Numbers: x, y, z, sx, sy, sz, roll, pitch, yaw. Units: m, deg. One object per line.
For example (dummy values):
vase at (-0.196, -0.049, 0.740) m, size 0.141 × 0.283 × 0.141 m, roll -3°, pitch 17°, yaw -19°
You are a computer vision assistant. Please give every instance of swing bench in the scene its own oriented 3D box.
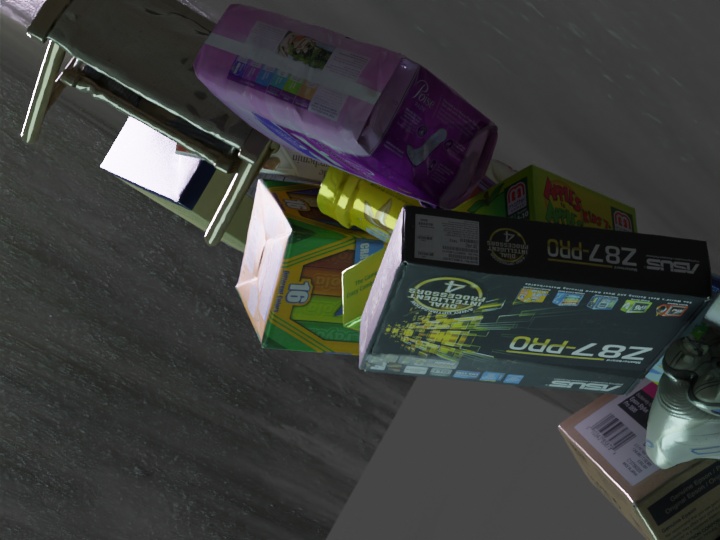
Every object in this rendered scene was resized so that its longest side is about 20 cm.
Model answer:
swing bench at (-0.160, -0.149, 1.165) m, size 0.199 × 0.130 × 0.200 m, roll 31°, pitch 155°, yaw -3°

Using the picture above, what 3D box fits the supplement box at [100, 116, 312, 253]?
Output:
supplement box at (-0.141, -0.106, 1.566) m, size 0.200 × 0.134 × 0.200 m, roll 33°, pitch 175°, yaw -37°

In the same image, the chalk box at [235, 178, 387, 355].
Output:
chalk box at (0.000, 0.000, 1.330) m, size 0.200 × 0.125 × 0.124 m, roll 5°, pitch -154°, yaw -20°

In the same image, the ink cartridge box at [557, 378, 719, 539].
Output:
ink cartridge box at (0.285, 0.149, 1.233) m, size 0.075 × 0.165 × 0.200 m, roll 56°, pitch 177°, yaw -17°

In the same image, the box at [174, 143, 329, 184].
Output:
box at (-0.073, -0.108, 1.310) m, size 0.200 × 0.039 × 0.041 m, roll 11°, pitch 180°, yaw -8°

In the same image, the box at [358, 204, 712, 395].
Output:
box at (0.109, 0.024, 0.935) m, size 0.200 × 0.049 × 0.161 m, roll 6°, pitch 153°, yaw -8°

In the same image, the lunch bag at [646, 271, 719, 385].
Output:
lunch bag at (0.272, 0.061, 1.072) m, size 0.161 × 0.083 × 0.200 m, roll 31°, pitch 176°, yaw -7°

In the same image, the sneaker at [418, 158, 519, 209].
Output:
sneaker at (0.080, -0.048, 1.075) m, size 0.200 × 0.084 × 0.081 m, roll 30°, pitch 176°, yaw 9°

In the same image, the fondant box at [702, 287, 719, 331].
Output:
fondant box at (0.278, 0.028, 0.793) m, size 0.144 × 0.058 × 0.200 m, roll 29°, pitch 177°, yaw 12°

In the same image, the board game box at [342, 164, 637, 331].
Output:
board game box at (0.088, -0.001, 0.997) m, size 0.101 × 0.048 × 0.200 m, roll 18°, pitch 148°, yaw -35°

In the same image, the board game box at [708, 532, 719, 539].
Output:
board game box at (0.363, 0.192, 1.218) m, size 0.057 × 0.200 × 0.165 m, roll 57°, pitch 170°, yaw -9°

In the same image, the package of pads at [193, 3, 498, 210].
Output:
package of pads at (-0.013, -0.115, 0.978) m, size 0.200 × 0.076 × 0.120 m, roll 26°, pitch 177°, yaw 45°

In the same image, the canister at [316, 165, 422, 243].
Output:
canister at (0.072, -0.043, 1.191) m, size 0.200 × 0.087 × 0.149 m, roll 28°, pitch 177°, yaw 4°

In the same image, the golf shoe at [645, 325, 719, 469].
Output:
golf shoe at (0.272, 0.089, 0.939) m, size 0.200 × 0.097 × 0.078 m, roll 2°, pitch -143°, yaw -24°
